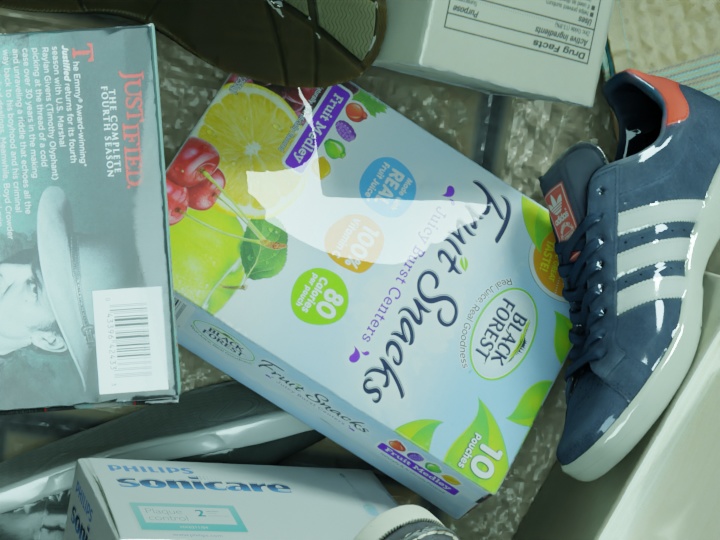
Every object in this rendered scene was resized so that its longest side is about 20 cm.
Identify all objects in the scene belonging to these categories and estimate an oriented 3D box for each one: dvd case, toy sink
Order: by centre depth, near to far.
[{"bbox_3d":[-0.172,-0.015,0.750,0.200,0.022,0.146,-5,95,-2],"label":"dvd case"},{"bbox_3d":[0.157,0.112,0.922,0.112,0.130,0.200,30,91,-6],"label":"toy sink"}]

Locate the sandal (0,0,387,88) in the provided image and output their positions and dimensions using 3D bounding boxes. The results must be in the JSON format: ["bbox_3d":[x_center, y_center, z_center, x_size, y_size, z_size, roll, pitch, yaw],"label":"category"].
[{"bbox_3d":[-0.086,-0.133,0.867,0.200,0.055,0.082,8,106,-3],"label":"sandal"}]

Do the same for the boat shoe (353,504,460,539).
[{"bbox_3d":[0.038,0.196,0.858,0.073,0.063,0.200,-26,123,-24],"label":"boat shoe"}]

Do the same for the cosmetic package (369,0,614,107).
[{"bbox_3d":[0.063,-0.183,0.905,0.103,0.087,0.200,11,92,-33],"label":"cosmetic package"}]

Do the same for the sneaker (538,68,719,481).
[{"bbox_3d":[0.110,-0.004,0.893,0.084,0.075,0.200,30,60,-11],"label":"sneaker"}]

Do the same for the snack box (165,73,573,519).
[{"bbox_3d":[0.000,0.000,0.917,0.200,0.053,0.142,33,63,-5],"label":"snack box"}]

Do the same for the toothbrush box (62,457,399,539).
[{"bbox_3d":[-0.065,0.192,0.896,0.146,0.085,0.200,6,107,-23],"label":"toothbrush box"}]

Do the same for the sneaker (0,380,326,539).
[{"bbox_3d":[-0.089,0.119,0.945,0.200,0.071,0.099,-19,103,-2],"label":"sneaker"}]

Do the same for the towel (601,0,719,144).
[{"bbox_3d":[0.185,-0.119,0.965,0.147,0.022,0.200,-13,92,-3],"label":"towel"}]
